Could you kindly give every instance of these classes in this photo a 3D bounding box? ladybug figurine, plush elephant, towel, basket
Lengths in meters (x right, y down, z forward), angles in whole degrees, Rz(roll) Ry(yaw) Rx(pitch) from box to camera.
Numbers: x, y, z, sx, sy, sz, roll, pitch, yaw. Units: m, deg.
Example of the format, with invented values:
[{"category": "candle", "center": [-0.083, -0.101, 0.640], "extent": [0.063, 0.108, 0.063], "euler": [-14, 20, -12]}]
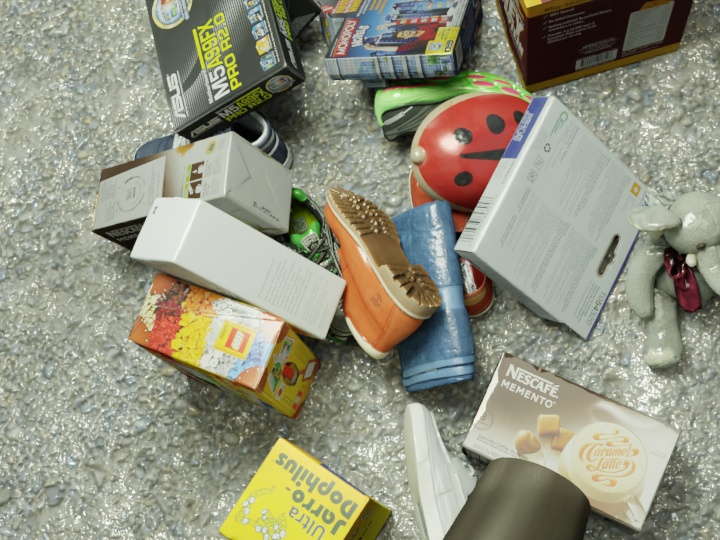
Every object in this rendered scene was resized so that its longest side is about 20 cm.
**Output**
[{"category": "ladybug figurine", "center": [0.147, -0.131, 1.168], "extent": [0.199, 0.072, 0.137], "euler": [-10, 104, -28]}, {"category": "plush elephant", "center": [0.358, -0.018, 1.099], "extent": [0.163, 0.155, 0.201], "euler": [-17, 77, 2]}, {"category": "towel", "center": [0.072, 0.029, 1.151], "extent": [0.048, 0.111, 0.202], "euler": [-1, 78, -32]}, {"category": "basket", "center": [0.139, 0.297, 1.018], "extent": [0.180, 0.136, 0.201], "euler": [42, 59, -24]}]

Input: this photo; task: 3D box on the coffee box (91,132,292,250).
[{"category": "coffee box", "center": [-0.191, -0.079, 1.179], "extent": [0.199, 0.114, 0.080], "euler": [-10, 65, 31]}]

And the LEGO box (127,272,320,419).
[{"category": "LEGO box", "center": [-0.139, 0.086, 1.125], "extent": [0.148, 0.200, 0.078], "euler": [19, 77, 14]}]

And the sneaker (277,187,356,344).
[{"category": "sneaker", "center": [-0.051, -0.005, 1.199], "extent": [0.078, 0.085, 0.201], "euler": [-30, 72, -1]}]

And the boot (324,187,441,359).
[{"category": "boot", "center": [0.000, 0.000, 1.139], "extent": [0.107, 0.075, 0.201], "euler": [-54, 50, 32]}]

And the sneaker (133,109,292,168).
[{"category": "sneaker", "center": [-0.189, -0.153, 1.250], "extent": [0.198, 0.109, 0.071], "euler": [-1, 73, 8]}]

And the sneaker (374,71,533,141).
[{"category": "sneaker", "center": [0.115, -0.189, 1.244], "extent": [0.198, 0.084, 0.077], "euler": [-2, 29, -4]}]

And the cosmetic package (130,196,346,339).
[{"category": "cosmetic package", "center": [-0.124, -0.001, 1.085], "extent": [0.101, 0.199, 0.072], "euler": [6, 70, 53]}]

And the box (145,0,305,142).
[{"category": "box", "center": [-0.159, -0.270, 1.194], "extent": [0.159, 0.044, 0.201], "euler": [-25, 66, 22]}]

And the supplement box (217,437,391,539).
[{"category": "supplement box", "center": [-0.049, 0.255, 1.062], "extent": [0.108, 0.200, 0.110], "euler": [31, 80, 15]}]

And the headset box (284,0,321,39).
[{"category": "headset box", "center": [-0.164, -0.339, 1.286], "extent": [0.149, 0.075, 0.200], "euler": [-44, 60, 14]}]

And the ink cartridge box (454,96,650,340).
[{"category": "ink cartridge box", "center": [0.220, -0.055, 1.156], "extent": [0.043, 0.200, 0.197], "euler": [11, 69, 56]}]

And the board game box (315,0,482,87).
[{"category": "board game box", "center": [0.032, -0.278, 1.243], "extent": [0.198, 0.062, 0.201], "euler": [0, 40, 17]}]

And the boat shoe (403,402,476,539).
[{"category": "boat shoe", "center": [0.094, 0.239, 1.118], "extent": [0.068, 0.072, 0.201], "euler": [-9, 69, -10]}]

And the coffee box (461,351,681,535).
[{"category": "coffee box", "center": [0.220, 0.183, 1.106], "extent": [0.199, 0.080, 0.115], "euler": [25, 79, 14]}]

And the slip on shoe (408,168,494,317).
[{"category": "slip on shoe", "center": [0.105, -0.045, 1.201], "extent": [0.074, 0.061, 0.201], "euler": [-17, 71, 5]}]

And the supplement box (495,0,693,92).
[{"category": "supplement box", "center": [0.262, -0.329, 1.188], "extent": [0.196, 0.200, 0.134], "euler": [-15, 72, 3]}]
